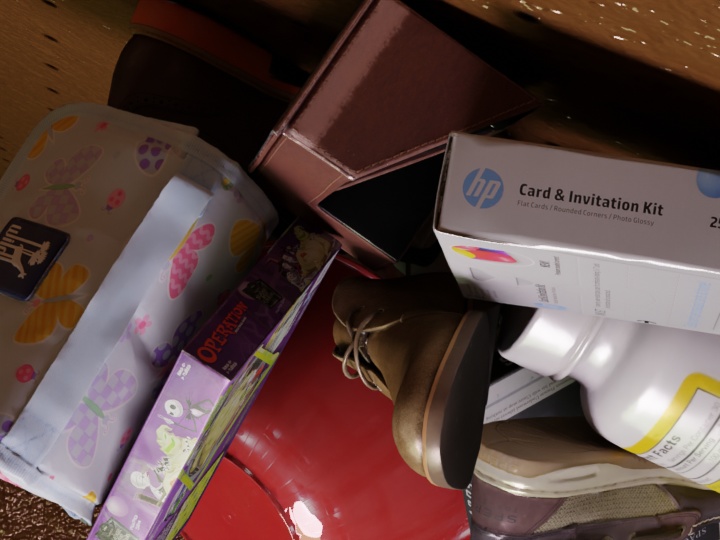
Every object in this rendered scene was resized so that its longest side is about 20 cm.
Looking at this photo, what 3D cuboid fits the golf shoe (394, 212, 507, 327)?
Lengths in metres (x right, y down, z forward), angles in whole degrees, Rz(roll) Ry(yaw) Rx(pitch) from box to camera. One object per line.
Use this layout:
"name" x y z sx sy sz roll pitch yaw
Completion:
"golf shoe" 0.037 -0.013 1.134 0.088 0.077 0.200 33 171 -21

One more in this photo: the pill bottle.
"pill bottle" 0.168 0.043 0.905 0.199 0.112 0.111 25 174 -6

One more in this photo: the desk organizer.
"desk organizer" 0.006 -0.052 0.827 0.077 0.072 0.200 35 174 -4

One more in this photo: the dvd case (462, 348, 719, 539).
"dvd case" 0.121 0.103 1.030 0.025 0.150 0.200 40 150 48

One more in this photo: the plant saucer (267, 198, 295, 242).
"plant saucer" -0.054 -0.029 1.177 0.200 0.034 0.200 47 -168 -14

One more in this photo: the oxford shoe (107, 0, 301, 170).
"oxford shoe" -0.046 -0.062 1.005 0.200 0.073 0.071 28 173 -35

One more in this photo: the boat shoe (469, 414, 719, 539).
"boat shoe" 0.119 0.108 0.954 0.072 0.065 0.200 26 -166 40

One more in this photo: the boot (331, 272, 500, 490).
"boot" 0.019 0.042 0.854 0.075 0.074 0.200 9 -168 3

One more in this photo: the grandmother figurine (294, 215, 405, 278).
"grandmother figurine" 0.000 0.000 1.085 0.200 0.060 0.121 57 170 1

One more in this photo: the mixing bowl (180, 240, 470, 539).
"mixing bowl" -0.035 0.097 1.038 0.200 0.108 0.201 27 139 26

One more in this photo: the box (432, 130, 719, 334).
"box" 0.133 -0.003 0.755 0.199 0.041 0.156 8 172 8

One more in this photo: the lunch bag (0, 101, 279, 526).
"lunch bag" -0.127 0.018 0.919 0.127 0.170 0.200 32 171 -8

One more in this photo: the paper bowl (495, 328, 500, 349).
"paper bowl" 0.145 0.082 1.177 0.200 0.105 0.201 2 152 1

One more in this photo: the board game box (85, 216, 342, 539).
"board game box" -0.078 0.078 0.897 0.032 0.200 0.120 30 -144 1
